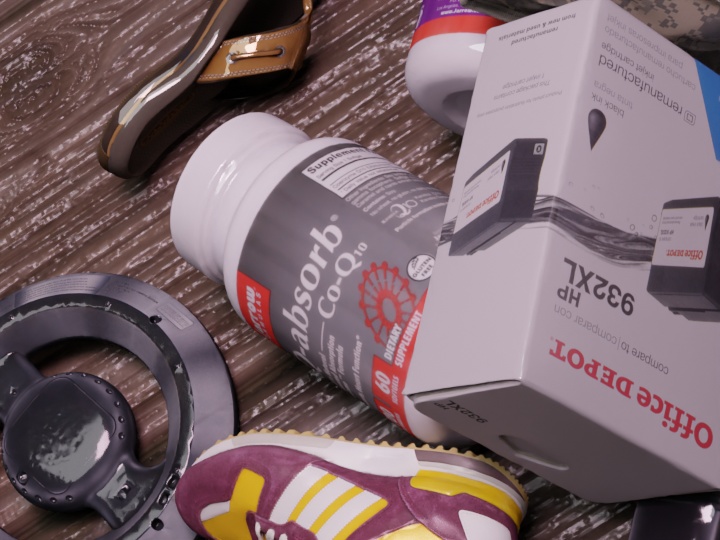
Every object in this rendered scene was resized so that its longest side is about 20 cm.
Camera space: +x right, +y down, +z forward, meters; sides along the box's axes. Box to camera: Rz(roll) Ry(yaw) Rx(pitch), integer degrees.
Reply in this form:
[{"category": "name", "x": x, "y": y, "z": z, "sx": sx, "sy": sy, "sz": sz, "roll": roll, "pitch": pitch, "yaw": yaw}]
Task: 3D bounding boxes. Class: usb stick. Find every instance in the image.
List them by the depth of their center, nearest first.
[{"category": "usb stick", "x": 0.172, "y": 0.077, "z": 1.127, "sx": 0.055, "sy": 0.033, "sz": 0.201, "roll": 2, "pitch": 68, "yaw": 37}]

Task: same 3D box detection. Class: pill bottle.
[{"category": "pill bottle", "x": 0.000, "y": 0.000, "z": 1.197, "sx": 0.200, "sy": 0.116, "sz": 0.116, "roll": 31, "pitch": 83, "yaw": 34}, {"category": "pill bottle", "x": 0.098, "y": -0.173, "z": 1.230, "sx": 0.112, "sy": 0.112, "sz": 0.201, "roll": 5, "pitch": 69, "yaw": 28}]

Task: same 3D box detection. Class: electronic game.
[{"category": "electronic game", "x": -0.163, "y": 0.097, "z": 1.275, "sx": 0.199, "sy": 0.042, "sz": 0.201, "roll": -6, "pitch": 69, "yaw": 16}]

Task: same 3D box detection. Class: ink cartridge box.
[{"category": "ink cartridge box", "x": 0.117, "y": -0.007, "z": 1.096, "sx": 0.083, "sy": 0.145, "sz": 0.201, "roll": -12, "pitch": 57, "yaw": 49}]

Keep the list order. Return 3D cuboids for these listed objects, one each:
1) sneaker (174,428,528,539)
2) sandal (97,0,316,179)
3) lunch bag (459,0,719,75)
[{"category": "sneaker", "x": -0.017, "y": 0.137, "z": 1.154, "sx": 0.199, "sy": 0.075, "sz": 0.090, "roll": -3, "pitch": 48, "yaw": 29}, {"category": "sandal", "x": -0.069, "y": -0.121, "z": 1.311, "sx": 0.200, "sy": 0.082, "sz": 0.055, "roll": -45, "pitch": 73, "yaw": -1}, {"category": "lunch bag", "x": 0.167, "y": -0.186, "z": 1.136, "sx": 0.117, "sy": 0.199, "sz": 0.165, "roll": -25, "pitch": 51, "yaw": 61}]
